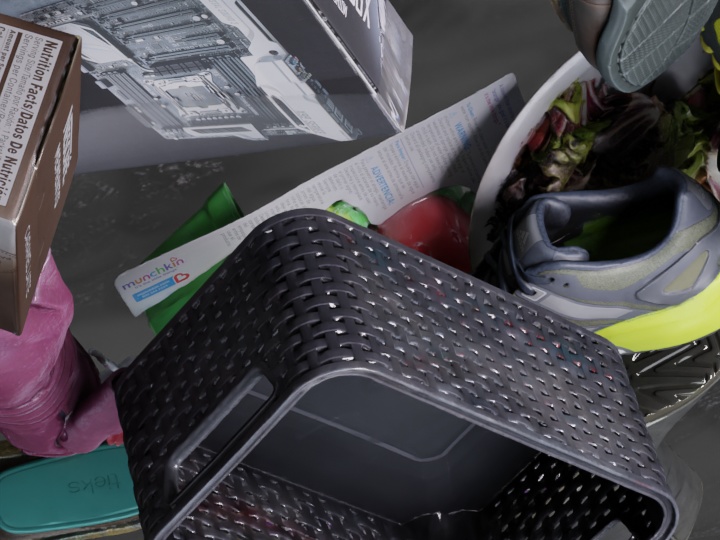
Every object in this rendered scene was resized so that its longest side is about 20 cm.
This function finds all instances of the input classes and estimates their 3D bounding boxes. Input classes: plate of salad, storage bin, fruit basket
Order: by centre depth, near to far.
[{"bbox_3d":[0.014,0.076,1.139,0.200,0.094,0.135,24,123,-34],"label":"storage bin"},{"bbox_3d":[0.141,-0.040,1.263,0.199,0.048,0.201,-20,137,-19],"label":"plate of salad"},{"bbox_3d":[0.000,0.000,1.289,0.200,0.094,0.185,-33,146,-2],"label":"fruit basket"}]

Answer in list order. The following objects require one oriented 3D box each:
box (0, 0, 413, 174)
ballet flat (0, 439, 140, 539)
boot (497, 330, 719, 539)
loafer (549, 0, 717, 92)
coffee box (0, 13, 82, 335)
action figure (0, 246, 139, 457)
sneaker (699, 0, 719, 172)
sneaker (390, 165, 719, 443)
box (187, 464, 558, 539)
[{"bbox_3d":[-0.100,-0.099,1.063,0.199,0.050,0.158,-6,150,22],"label":"box"},{"bbox_3d":[-0.192,0.115,1.384,0.199,0.071,0.071,-8,146,-9],"label":"ballet flat"},{"bbox_3d":[0.156,0.095,1.480,0.182,0.073,0.200,-38,147,7],"label":"boot"},{"bbox_3d":[0.096,-0.131,1.030,0.072,0.063,0.200,-43,162,-6],"label":"loafer"},{"bbox_3d":[-0.208,-0.057,1.019,0.199,0.080,0.114,17,158,0],"label":"coffee box"},{"bbox_3d":[-0.146,0.044,1.164,0.149,0.134,0.200,-57,148,-11],"label":"action figure"},{"bbox_3d":[0.162,-0.122,1.170,0.084,0.075,0.201,1,126,-5],"label":"sneaker"},{"bbox_3d":[0.070,0.008,1.202,0.199,0.074,0.081,-25,139,6],"label":"sneaker"},{"bbox_3d":[-0.007,0.108,1.377,0.142,0.036,0.200,-8,174,-21],"label":"box"}]
